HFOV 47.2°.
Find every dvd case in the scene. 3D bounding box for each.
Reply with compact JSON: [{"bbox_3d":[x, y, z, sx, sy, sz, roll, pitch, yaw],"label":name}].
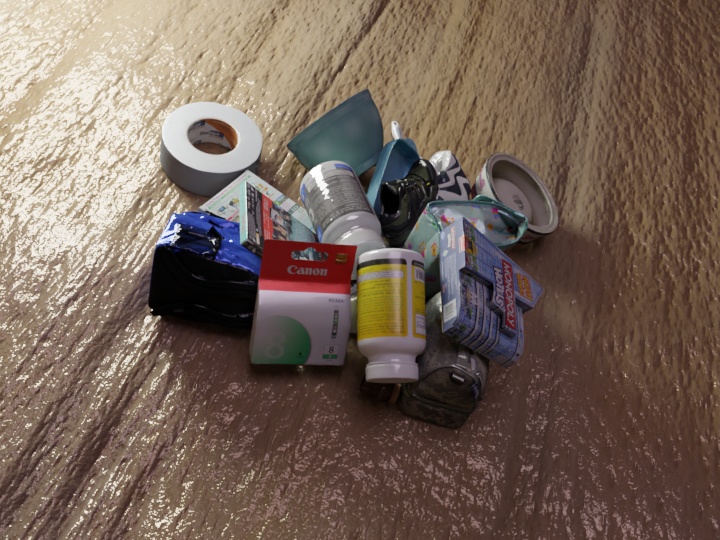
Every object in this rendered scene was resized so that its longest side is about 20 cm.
[{"bbox_3d":[-0.127,-0.047,1.393,0.199,0.022,0.147,35,31,-36],"label":"dvd case"}]

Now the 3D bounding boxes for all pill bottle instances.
[{"bbox_3d":[0.049,0.075,1.320,0.111,0.112,0.203,3,76,-15],"label":"pill bottle"},{"bbox_3d":[-0.029,-0.089,1.466,0.112,0.115,0.202,-6,49,-22],"label":"pill bottle"}]

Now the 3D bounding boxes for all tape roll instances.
[{"bbox_3d":[-0.293,-0.241,1.623,0.197,0.067,0.202,9,50,-11],"label":"tape roll"}]

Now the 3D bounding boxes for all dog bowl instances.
[{"bbox_3d":[0.312,-0.140,1.697,0.198,0.074,0.202,25,44,-27],"label":"dog bowl"}]

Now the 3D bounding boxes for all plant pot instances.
[{"bbox_3d":[-0.030,-0.249,1.649,0.200,0.199,0.135,-38,97,-37],"label":"plant pot"}]

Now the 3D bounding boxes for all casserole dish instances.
[{"bbox_3d":[0.060,-0.164,1.622,0.038,0.121,0.203,9,77,36],"label":"casserole dish"}]

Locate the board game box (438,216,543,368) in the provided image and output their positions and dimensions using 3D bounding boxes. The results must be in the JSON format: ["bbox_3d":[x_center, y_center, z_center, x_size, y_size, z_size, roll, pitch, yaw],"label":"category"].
[{"bbox_3d":[0.219,0.045,1.344,0.198,0.061,0.202,28,46,-29],"label":"board game box"}]

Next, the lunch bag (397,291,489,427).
[{"bbox_3d":[0.151,0.141,1.384,0.137,0.169,0.202,17,49,-3],"label":"lunch bag"}]

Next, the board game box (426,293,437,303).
[{"bbox_3d":[0.159,0.008,1.585,0.135,0.035,0.200,38,51,14],"label":"board game box"}]

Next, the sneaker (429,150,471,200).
[{"bbox_3d":[0.166,-0.125,1.663,0.129,0.079,0.202,37,65,-37],"label":"sneaker"}]

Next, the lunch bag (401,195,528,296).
[{"bbox_3d":[0.191,-0.045,1.500,0.197,0.171,0.123,-7,61,-22],"label":"lunch bag"}]

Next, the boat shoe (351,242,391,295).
[{"bbox_3d":[0.000,0.000,1.510,0.071,0.069,0.200,20,48,27],"label":"boat shoe"}]

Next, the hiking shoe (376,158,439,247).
[{"bbox_3d":[0.086,-0.147,1.566,0.075,0.101,0.202,-3,52,37],"label":"hiking shoe"}]

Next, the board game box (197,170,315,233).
[{"bbox_3d":[-0.182,-0.078,1.527,0.199,0.065,0.148,36,49,11],"label":"board game box"}]

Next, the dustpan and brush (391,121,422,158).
[{"bbox_3d":[0.088,-0.228,1.738,0.137,0.058,0.202,-1,52,-19],"label":"dustpan and brush"}]

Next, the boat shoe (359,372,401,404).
[{"bbox_3d":[0.045,0.131,1.422,0.069,0.071,0.202,18,49,-5],"label":"boat shoe"}]

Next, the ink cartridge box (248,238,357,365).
[{"bbox_3d":[-0.089,0.056,1.327,0.158,0.203,0.050,3,25,-18],"label":"ink cartridge box"}]

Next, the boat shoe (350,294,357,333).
[{"bbox_3d":[-0.020,0.076,1.417,0.198,0.073,0.060,-13,19,-2],"label":"boat shoe"}]

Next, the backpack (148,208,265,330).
[{"bbox_3d":[-0.235,-0.006,1.385,0.197,0.164,0.169,16,45,-3],"label":"backpack"}]
